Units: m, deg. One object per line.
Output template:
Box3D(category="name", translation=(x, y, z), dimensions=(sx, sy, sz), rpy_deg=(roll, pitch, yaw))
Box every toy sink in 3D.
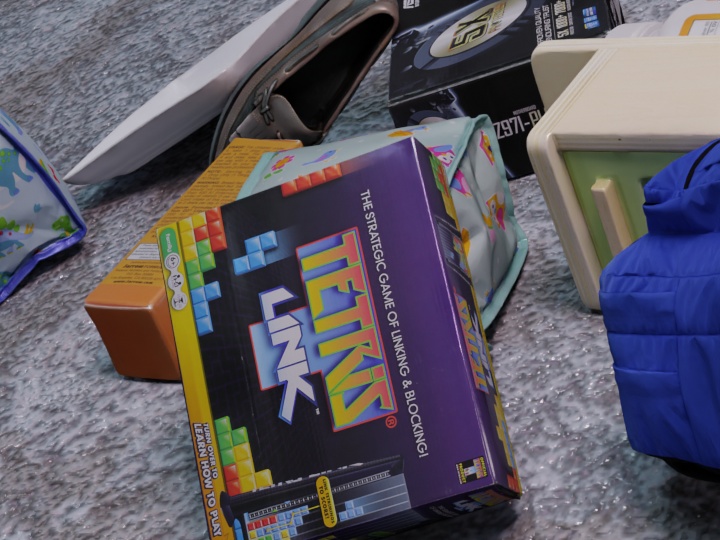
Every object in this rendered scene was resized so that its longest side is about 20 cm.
Box3D(category="toy sink", translation=(0.177, -0.055, 1.096), dimensions=(0.199, 0.131, 0.112), rpy_deg=(5, 40, 39))

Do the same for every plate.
Box3D(category="plate", translation=(-0.126, -0.145, 1.493), dimensions=(0.199, 0.032, 0.200), rpy_deg=(-28, 14, 35))

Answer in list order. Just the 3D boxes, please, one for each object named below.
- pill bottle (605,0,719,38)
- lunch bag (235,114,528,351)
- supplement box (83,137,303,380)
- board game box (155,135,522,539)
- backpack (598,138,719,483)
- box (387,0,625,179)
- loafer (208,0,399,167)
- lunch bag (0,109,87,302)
Box3D(category="pill bottle", translation=(0.250, -0.116, 1.159), dimensions=(0.199, 0.112, 0.111), rpy_deg=(4, 39, 41))
Box3D(category="lunch bag", translation=(0.000, 0.000, 1.143), dimensions=(0.169, 0.123, 0.200), rpy_deg=(-10, 26, 21))
Box3D(category="supplement box", translation=(-0.103, -0.012, 1.289), dimensions=(0.068, 0.067, 0.200), rpy_deg=(0, 38, 35))
Box3D(category="board game box", translation=(-0.015, 0.049, 1.016), dimensions=(0.164, 0.057, 0.202), rpy_deg=(-20, 69, 18))
Box3D(category="backpack", translation=(0.211, 0.014, 0.891), dimensions=(0.161, 0.169, 0.200), rpy_deg=(-10, -4, -17))
Box3D(category="box", translation=(0.111, -0.155, 1.349), dimensions=(0.162, 0.087, 0.201), rpy_deg=(-16, 30, 14))
Box3D(category="loafer", translation=(-0.043, -0.130, 1.367), dimensions=(0.201, 0.072, 0.063), rpy_deg=(-53, 29, 12))
Box3D(category="lunch bag", translation=(-0.326, -0.093, 1.435), dimensions=(0.127, 0.201, 0.170), rpy_deg=(-38, 32, -9))
